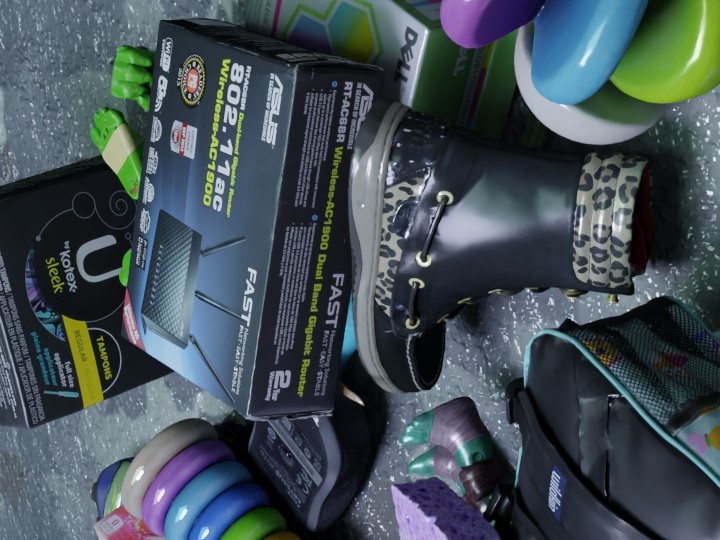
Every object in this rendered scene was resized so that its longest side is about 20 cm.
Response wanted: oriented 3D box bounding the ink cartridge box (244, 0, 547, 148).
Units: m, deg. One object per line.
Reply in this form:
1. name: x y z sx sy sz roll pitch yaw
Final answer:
1. ink cartridge box: 0.018 -0.120 0.942 0.200 0.059 0.104 42 135 32

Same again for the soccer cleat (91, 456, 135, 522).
1. soccer cleat: -0.160 0.247 1.326 0.084 0.065 0.201 -12 96 50

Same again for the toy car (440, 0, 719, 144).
1. toy car: 0.088 -0.156 0.764 0.200 0.150 0.175 55 140 18

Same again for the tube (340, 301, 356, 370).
1. tube: 0.000 0.000 1.034 0.078 0.050 0.200 61 146 11

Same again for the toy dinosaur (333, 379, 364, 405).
1. toy dinosaur: -0.041 -0.007 0.991 0.106 0.060 0.201 143 133 -58

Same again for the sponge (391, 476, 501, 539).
1. sponge: 0.059 0.219 0.880 0.112 0.030 0.201 -149 48 -71

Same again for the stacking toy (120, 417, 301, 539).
1. stacking toy: -0.072 0.192 1.134 0.200 0.085 0.086 39 134 24

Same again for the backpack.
1. backpack: 0.170 0.128 0.785 0.200 0.153 0.177 -128 37 -49

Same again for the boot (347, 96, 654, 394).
1. boot: 0.076 0.004 0.889 0.153 0.074 0.204 10 137 16

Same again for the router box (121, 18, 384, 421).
1. router box: -0.066 -0.032 0.938 0.150 0.062 0.201 24 110 50

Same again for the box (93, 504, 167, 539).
1. box: -0.094 0.247 1.200 0.200 0.094 0.103 41 153 33

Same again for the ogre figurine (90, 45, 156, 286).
1. ogre figurine: -0.099 -0.051 1.070 0.098 0.119 0.201 -7 99 56

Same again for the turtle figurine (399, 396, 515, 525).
1. turtle figurine: 0.092 0.176 0.951 0.201 0.100 0.150 61 157 26

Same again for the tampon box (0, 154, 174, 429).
1. tampon box: -0.192 0.005 1.143 0.126 0.199 0.151 -1 107 51

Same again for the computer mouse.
1. computer mouse: -0.037 0.119 1.133 0.139 0.053 0.200 53 152 17
